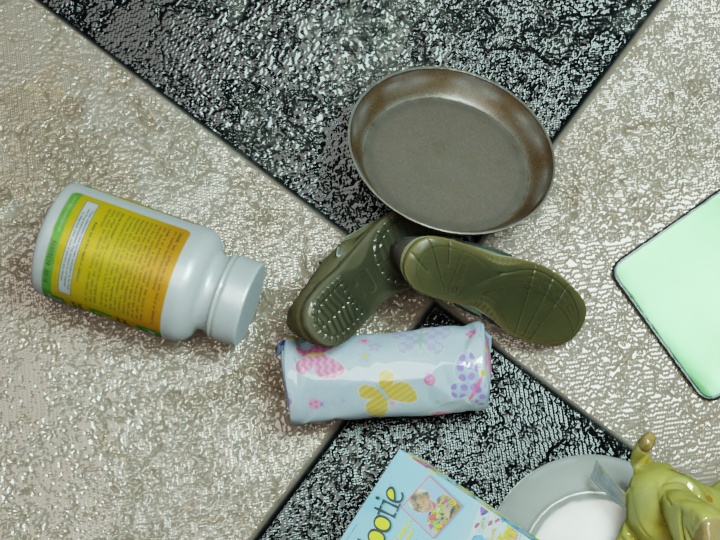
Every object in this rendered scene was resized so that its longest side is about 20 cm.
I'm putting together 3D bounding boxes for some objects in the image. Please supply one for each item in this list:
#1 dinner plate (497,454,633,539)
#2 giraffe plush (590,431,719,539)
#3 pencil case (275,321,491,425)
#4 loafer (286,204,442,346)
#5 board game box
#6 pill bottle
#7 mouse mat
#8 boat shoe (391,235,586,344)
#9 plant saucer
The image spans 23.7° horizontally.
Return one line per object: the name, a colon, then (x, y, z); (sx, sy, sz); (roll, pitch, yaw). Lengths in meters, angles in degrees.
dinner plate: (0.213, 0.269, 1.576); (0.199, 0.024, 0.201); (-1, 80, 4)
giraffe plush: (0.317, 0.234, 1.516); (0.161, 0.173, 0.200); (0, 42, -23)
pencil case: (0.024, 0.094, 1.587); (0.199, 0.091, 0.083); (-4, 115, 4)
loafer: (0.000, 0.000, 1.586); (0.200, 0.067, 0.076); (-37, 111, -38)
board game box: (0.096, 0.259, 1.528); (0.200, 0.103, 0.105); (34, 89, 15)
pill bottle: (-0.195, 0.000, 1.600); (0.199, 0.111, 0.112); (19, 82, 6)
mouse mat: (0.359, 0.006, 1.622); (0.200, 0.008, 0.161); (-34, 80, -4)
boat shoe: (0.118, 0.009, 1.582); (0.200, 0.066, 0.072); (20, 101, -27)
plant saucer: (0.083, -0.107, 1.609); (0.199, 0.032, 0.201); (6, 55, -9)
